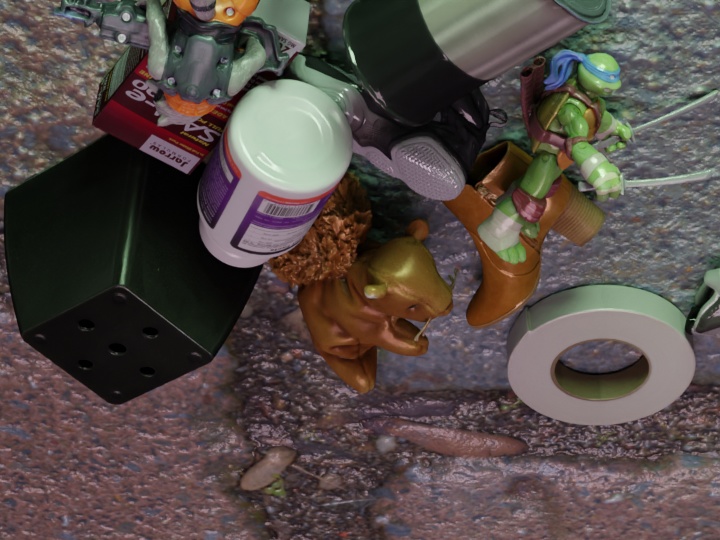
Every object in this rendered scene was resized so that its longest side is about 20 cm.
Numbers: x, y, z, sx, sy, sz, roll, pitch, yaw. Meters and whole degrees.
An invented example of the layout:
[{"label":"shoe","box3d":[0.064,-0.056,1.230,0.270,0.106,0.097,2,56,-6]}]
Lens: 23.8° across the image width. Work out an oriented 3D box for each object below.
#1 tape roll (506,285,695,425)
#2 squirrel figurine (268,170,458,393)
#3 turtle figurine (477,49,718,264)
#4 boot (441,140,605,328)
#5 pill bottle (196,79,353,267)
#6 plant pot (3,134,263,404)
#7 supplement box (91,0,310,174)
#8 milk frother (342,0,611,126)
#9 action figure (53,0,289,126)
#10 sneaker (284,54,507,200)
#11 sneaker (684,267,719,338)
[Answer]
[{"label":"tape roll","box3d":[0.255,0.093,1.819,0.202,0.037,0.203,1,139,1]},{"label":"squirrel figurine","box3d":[0.000,0.000,1.629,0.200,0.142,0.187,43,164,-4]},{"label":"turtle figurine","box3d":[0.207,-0.085,1.509,0.199,0.144,0.194,19,127,-27]},{"label":"boot","box3d":[0.125,-0.038,1.665,0.144,0.071,0.201,31,126,-21]},{"label":"pill bottle","box3d":[-0.085,-0.078,1.538,0.111,0.112,0.200,14,153,-12]},{"label":"plant pot","box3d":[-0.223,0.009,1.649,0.199,0.178,0.200,-25,133,28]},{"label":"supplement box","box3d":[-0.144,-0.182,1.516,0.109,0.061,0.200,27,134,-23]},{"label":"milk frother","box3d":[0.062,-0.248,1.342,0.188,0.181,0.200,-28,136,35]},{"label":"action figure","box3d":[-0.154,-0.202,1.381,0.199,0.105,0.194,7,127,-3]},{"label":"sneaker","box3d":[0.034,-0.154,1.530,0.200,0.114,0.076,35,160,15]},{"label":"sneaker","box3d":[0.398,0.065,1.762,0.115,0.075,0.200,-9,127,20]}]
